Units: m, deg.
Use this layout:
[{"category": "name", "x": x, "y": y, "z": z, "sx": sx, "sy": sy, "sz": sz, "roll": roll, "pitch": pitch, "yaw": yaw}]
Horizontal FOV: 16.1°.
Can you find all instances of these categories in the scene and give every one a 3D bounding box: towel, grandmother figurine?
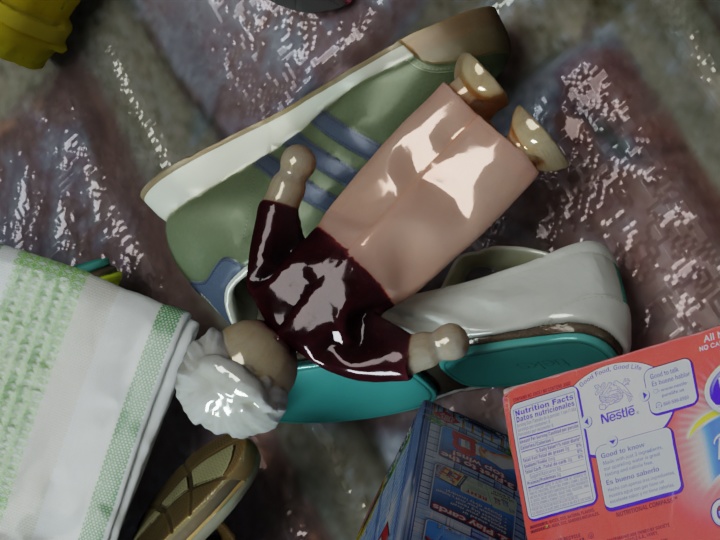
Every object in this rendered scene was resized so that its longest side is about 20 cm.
[{"category": "towel", "x": -0.193, "y": 0.058, "z": 1.237, "sx": 0.200, "sy": 0.031, "sz": 0.149, "roll": 20, "pitch": 85, "yaw": 8}, {"category": "grandmother figurine", "x": 0.000, "y": 0.000, "z": 1.125, "sx": 0.200, "sy": 0.061, "sz": 0.121, "roll": -42, "pitch": 63, "yaw": 0}]

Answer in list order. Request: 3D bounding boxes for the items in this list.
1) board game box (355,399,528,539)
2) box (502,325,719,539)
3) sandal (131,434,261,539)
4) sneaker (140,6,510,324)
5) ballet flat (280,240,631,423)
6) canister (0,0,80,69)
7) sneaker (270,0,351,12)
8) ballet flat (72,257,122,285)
[{"category": "board game box", "x": 0.014, "y": 0.171, "z": 1.068, "sx": 0.062, "sy": 0.200, "sz": 0.200, "roll": 25, "pitch": 96, "yaw": -3}, {"category": "box", "x": 0.170, "y": 0.075, "z": 1.040, "sx": 0.200, "sy": 0.095, "sz": 0.103, "roll": -20, "pitch": 71, "yaw": 29}, {"category": "sandal", "x": -0.092, "y": 0.155, "z": 1.219, "sx": 0.054, "sy": 0.080, "sz": 0.200, "roll": 28, "pitch": 119, "yaw": -9}, {"category": "sneaker", "x": -0.003, "y": -0.041, "z": 1.203, "sx": 0.200, "sy": 0.067, "sz": 0.090, "roll": -27, "pitch": 83, "yaw": 22}, {"category": "ballet flat", "x": 0.033, "y": 0.026, "z": 1.167, "sx": 0.200, "sy": 0.069, "sz": 0.069, "roll": -10, "pitch": 76, "yaw": 28}, {"category": "canister", "x": -0.163, "y": -0.228, "z": 1.324, "sx": 0.149, "sy": 0.087, "sz": 0.200, "roll": 45, "pitch": 105, "yaw": 31}, {"category": "sneaker", "x": 0.025, "y": -0.198, "z": 1.207, "sx": 0.200, "sy": 0.079, "sz": 0.095, "roll": -18, "pitch": 60, "yaw": 29}, {"category": "ballet flat", "x": -0.195, "y": 0.044, "z": 1.316, "sx": 0.200, "sy": 0.067, "sz": 0.067, "roll": -14, "pitch": 95, "yaw": 33}]
